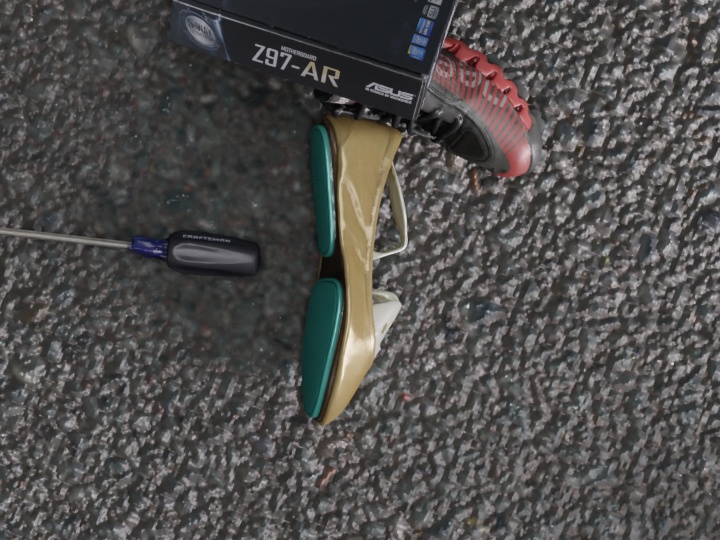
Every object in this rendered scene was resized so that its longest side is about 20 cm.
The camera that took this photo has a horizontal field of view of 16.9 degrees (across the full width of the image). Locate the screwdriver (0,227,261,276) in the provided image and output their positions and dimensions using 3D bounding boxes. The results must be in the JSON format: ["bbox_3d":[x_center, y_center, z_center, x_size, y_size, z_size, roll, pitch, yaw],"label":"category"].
[{"bbox_3d":[-0.163,-0.021,1.552,0.200,0.028,0.029,11,62,-4],"label":"screwdriver"}]

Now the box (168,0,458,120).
[{"bbox_3d":[-0.011,-0.202,1.485,0.160,0.044,0.200,19,58,3],"label":"box"}]

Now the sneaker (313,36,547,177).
[{"bbox_3d":[0.026,-0.118,1.525,0.200,0.071,0.098,42,55,-3],"label":"sneaker"}]

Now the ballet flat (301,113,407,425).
[{"bbox_3d":[0.000,0.000,1.547,0.063,0.069,0.200,1,94,-18],"label":"ballet flat"}]
